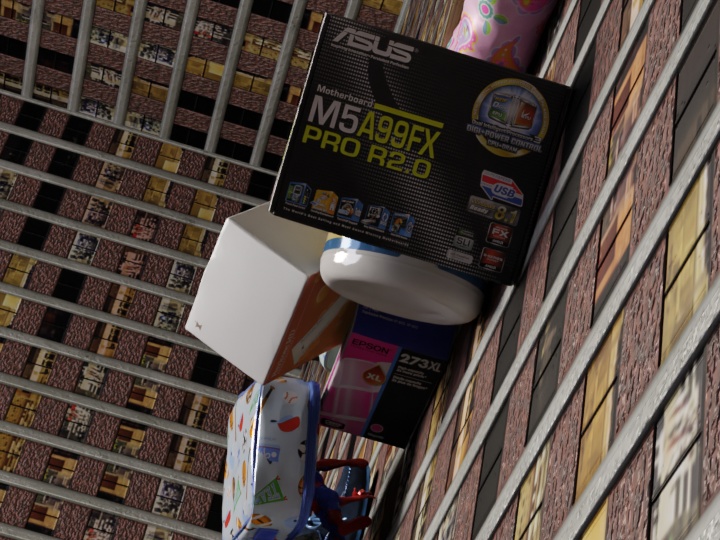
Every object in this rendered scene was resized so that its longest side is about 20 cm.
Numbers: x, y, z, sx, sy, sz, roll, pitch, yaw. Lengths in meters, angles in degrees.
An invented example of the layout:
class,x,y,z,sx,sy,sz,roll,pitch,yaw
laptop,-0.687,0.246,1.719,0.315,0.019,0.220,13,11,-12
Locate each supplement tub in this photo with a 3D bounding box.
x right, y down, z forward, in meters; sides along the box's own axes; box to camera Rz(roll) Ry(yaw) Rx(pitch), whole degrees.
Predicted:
class,x,y,z,sx,sy,sz,roll,pitch,yaw
supplement tub,0.056,-0.067,1.445,0.145,0.144,0.201,125,162,-78

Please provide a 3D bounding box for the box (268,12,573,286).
class,x,y,z,sx,sy,sz,roll,pitch,yaw
box,0.044,-0.092,1.305,0.044,0.199,0.161,-134,61,-85

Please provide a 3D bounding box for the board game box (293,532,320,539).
class,x,y,z,sx,sy,sz,roll,pitch,yaw
board game box,-0.038,0.326,1.592,0.200,0.034,0.127,-160,58,-86

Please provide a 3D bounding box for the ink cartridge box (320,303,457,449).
class,x,y,z,sx,sy,sz,roll,pitch,yaw
ink cartridge box,0.026,0.090,1.589,0.200,0.094,0.037,110,174,-46

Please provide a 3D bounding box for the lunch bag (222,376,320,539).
class,x,y,z,sx,sy,sz,roll,pitch,yaw
lunch bag,-0.089,0.198,1.658,0.200,0.075,0.161,120,153,-65

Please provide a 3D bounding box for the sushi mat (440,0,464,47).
class,x,y,z,sx,sy,sz,roll,pitch,yaw
sushi mat,0.112,-0.196,1.612,0.012,0.096,0.201,-19,47,46

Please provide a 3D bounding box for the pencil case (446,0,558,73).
class,x,y,z,sx,sy,sz,roll,pitch,yaw
pencil case,0.135,-0.253,1.510,0.088,0.087,0.201,-78,3,-46

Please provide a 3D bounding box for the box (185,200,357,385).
class,x,y,z,sx,sy,sz,roll,pitch,yaw
box,-0.050,0.003,1.562,0.200,0.097,0.125,-26,-35,-54

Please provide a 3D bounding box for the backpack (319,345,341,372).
class,x,y,z,sx,sy,sz,roll,pitch,yaw
backpack,0.000,0.000,1.805,0.200,0.153,0.176,-28,-32,-39

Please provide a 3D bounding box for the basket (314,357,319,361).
class,x,y,z,sx,sy,sz,roll,pitch,yaw
basket,-0.071,0.051,2.356,0.136,0.199,0.181,-114,40,-83

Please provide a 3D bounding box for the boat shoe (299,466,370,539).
class,x,y,z,sx,sy,sz,roll,pitch,yaw
boat shoe,-0.040,0.301,1.849,0.084,0.068,0.201,130,156,-80

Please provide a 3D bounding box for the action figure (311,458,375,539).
class,x,y,z,sx,sy,sz,roll,pitch,yaw
action figure,-0.012,0.233,1.728,0.200,0.099,0.066,-147,48,-62
